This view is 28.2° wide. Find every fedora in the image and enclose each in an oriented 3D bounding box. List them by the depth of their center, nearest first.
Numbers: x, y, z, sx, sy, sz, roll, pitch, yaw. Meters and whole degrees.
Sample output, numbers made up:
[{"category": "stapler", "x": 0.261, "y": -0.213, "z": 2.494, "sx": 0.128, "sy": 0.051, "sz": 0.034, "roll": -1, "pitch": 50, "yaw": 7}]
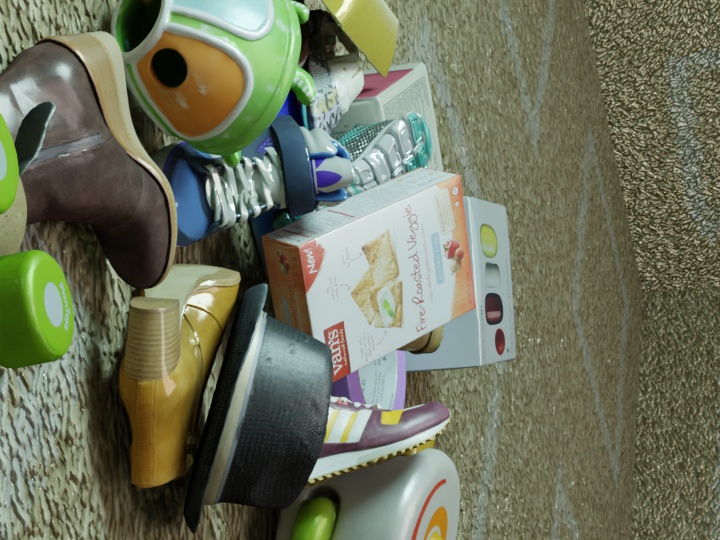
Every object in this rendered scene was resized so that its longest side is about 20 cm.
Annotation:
[{"category": "fedora", "x": -0.073, "y": 0.116, "z": 1.123, "sx": 0.201, "sy": 0.091, "sz": 0.203, "roll": -165, "pitch": -90, "yaw": -85}]

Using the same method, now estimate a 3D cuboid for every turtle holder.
[{"category": "turtle holder", "x": -0.120, "y": -0.187, "z": 1.115, "sx": 0.131, "sy": 0.140, "sz": 0.187, "roll": 25, "pitch": 61, "yaw": -38}]

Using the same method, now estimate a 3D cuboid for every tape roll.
[{"category": "tape roll", "x": -0.012, "y": 0.089, "z": 1.483, "sx": 0.200, "sy": 0.065, "sz": 0.202, "roll": -5, "pitch": 90, "yaw": -71}]

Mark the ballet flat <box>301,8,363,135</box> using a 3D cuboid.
[{"category": "ballet flat", "x": -0.032, "y": -0.197, "z": 1.400, "sx": 0.201, "sy": 0.071, "sz": 0.072, "roll": -101, "pitch": 172, "yaw": -49}]

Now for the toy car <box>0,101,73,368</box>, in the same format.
[{"category": "toy car", "x": -0.228, "y": -0.041, "z": 0.740, "sx": 0.201, "sy": 0.163, "sz": 0.159, "roll": -82, "pitch": 160, "yaw": -60}]

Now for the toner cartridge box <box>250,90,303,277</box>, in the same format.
[{"category": "toner cartridge box", "x": -0.074, "y": -0.074, "z": 1.369, "sx": 0.095, "sy": 0.043, "sz": 0.202, "roll": -60, "pitch": 141, "yaw": -58}]

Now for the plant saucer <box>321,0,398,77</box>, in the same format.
[{"category": "plant saucer", "x": -0.033, "y": -0.296, "z": 1.366, "sx": 0.201, "sy": 0.048, "sz": 0.200, "roll": 56, "pitch": 8, "yaw": 13}]

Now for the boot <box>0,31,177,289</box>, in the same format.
[{"category": "boot", "x": -0.205, "y": -0.052, "z": 0.971, "sx": 0.166, "sy": 0.072, "sz": 0.202, "roll": -43, "pitch": 128, "yaw": -52}]

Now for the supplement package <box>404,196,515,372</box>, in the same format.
[{"category": "supplement package", "x": 0.088, "y": 0.018, "z": 1.670, "sx": 0.200, "sy": 0.146, "sz": 0.193, "roll": 1, "pitch": 85, "yaw": -72}]

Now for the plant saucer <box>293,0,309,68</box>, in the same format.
[{"category": "plant saucer", "x": -0.097, "y": -0.257, "z": 1.297, "sx": 0.200, "sy": 0.034, "sz": 0.202, "roll": 50, "pitch": 30, "yaw": -43}]

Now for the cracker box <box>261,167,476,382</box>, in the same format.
[{"category": "cracker box", "x": 0.012, "y": 0.003, "z": 1.291, "sx": 0.199, "sy": 0.057, "sz": 0.135, "roll": -25, "pitch": 117, "yaw": -35}]

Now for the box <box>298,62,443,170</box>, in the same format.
[{"category": "box", "x": 0.006, "y": -0.136, "z": 1.523, "sx": 0.200, "sy": 0.108, "sz": 0.129, "roll": -47, "pitch": 129, "yaw": -66}]

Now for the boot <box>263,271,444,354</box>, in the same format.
[{"category": "boot", "x": 0.000, "y": 0.000, "z": 1.358, "sx": 0.199, "sy": 0.066, "sz": 0.177, "roll": 4, "pitch": 85, "yaw": -41}]

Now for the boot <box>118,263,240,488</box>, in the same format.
[{"category": "boot", "x": -0.143, "y": 0.078, "z": 1.113, "sx": 0.201, "sy": 0.070, "sz": 0.146, "roll": -50, "pitch": 144, "yaw": -74}]

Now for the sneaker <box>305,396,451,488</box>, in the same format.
[{"category": "sneaker", "x": -0.019, "y": 0.133, "z": 1.260, "sx": 0.075, "sy": 0.198, "sz": 0.091, "roll": 132, "pitch": -60, "yaw": -71}]

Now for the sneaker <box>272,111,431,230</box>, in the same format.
[{"category": "sneaker", "x": -0.020, "y": -0.082, "z": 1.346, "sx": 0.200, "sy": 0.091, "sz": 0.078, "roll": -37, "pitch": 122, "yaw": -36}]

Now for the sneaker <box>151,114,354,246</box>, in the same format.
[{"category": "sneaker", "x": -0.082, "y": -0.077, "z": 1.183, "sx": 0.200, "sy": 0.145, "sz": 0.081, "roll": -43, "pitch": 125, "yaw": -67}]

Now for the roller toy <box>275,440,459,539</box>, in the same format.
[{"category": "roller toy", "x": 0.016, "y": 0.247, "z": 1.350, "sx": 0.201, "sy": 0.138, "sz": 0.184, "roll": -58, "pitch": 150, "yaw": -43}]
